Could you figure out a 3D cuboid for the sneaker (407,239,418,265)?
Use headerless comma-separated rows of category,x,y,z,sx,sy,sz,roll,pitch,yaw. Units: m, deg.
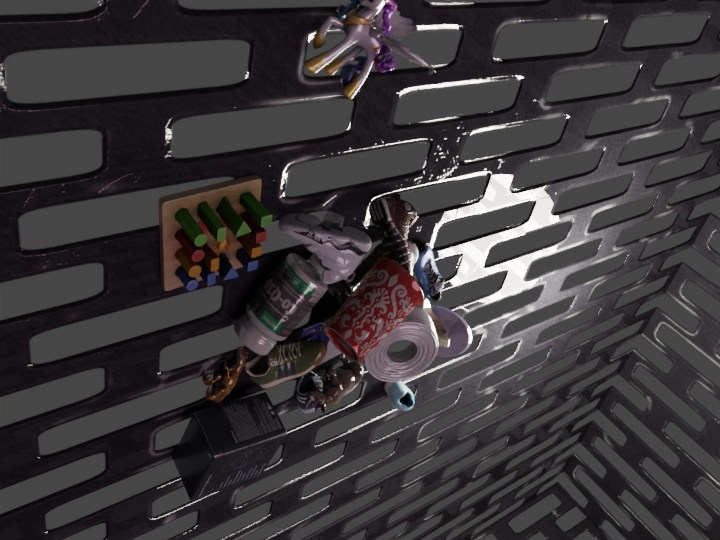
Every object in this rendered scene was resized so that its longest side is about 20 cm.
sneaker,0.079,0.033,1.757,0.115,0.074,0.204,-42,144,-53

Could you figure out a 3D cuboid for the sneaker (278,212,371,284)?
sneaker,-0.083,-0.041,1.491,0.196,0.076,0.117,13,118,-17

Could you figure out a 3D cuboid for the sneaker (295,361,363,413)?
sneaker,-0.081,0.282,1.869,0.198,0.070,0.109,-32,145,-14

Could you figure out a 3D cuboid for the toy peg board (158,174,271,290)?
toy peg board,-0.258,-0.047,1.337,0.197,0.098,0.202,-19,137,-32

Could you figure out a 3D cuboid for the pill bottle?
pill bottle,-0.169,0.073,1.528,0.201,0.113,0.113,-49,145,10

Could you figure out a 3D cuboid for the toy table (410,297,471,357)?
toy table,0.177,0.160,1.899,0.116,0.197,0.189,-2,92,-53

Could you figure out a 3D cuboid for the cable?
cable,0.093,0.180,1.770,0.195,0.070,0.203,-8,129,-8

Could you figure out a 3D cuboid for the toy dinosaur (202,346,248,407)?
toy dinosaur,-0.308,0.265,1.626,0.105,0.060,0.202,8,119,-51

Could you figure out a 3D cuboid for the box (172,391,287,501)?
box,-0.304,0.406,1.686,0.194,0.125,0.201,-11,144,-41

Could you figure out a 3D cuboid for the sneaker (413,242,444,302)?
sneaker,0.176,0.008,1.846,0.078,0.089,0.201,-38,144,-12

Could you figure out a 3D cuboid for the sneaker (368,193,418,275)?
sneaker,0.100,-0.080,1.630,0.114,0.075,0.204,-26,101,-40

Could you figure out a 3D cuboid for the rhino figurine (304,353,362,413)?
rhino figurine,-0.067,0.284,1.797,0.199,0.059,0.089,-38,114,-35

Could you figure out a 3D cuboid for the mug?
mug,0.030,0.102,1.580,0.200,0.132,0.179,-46,145,-20

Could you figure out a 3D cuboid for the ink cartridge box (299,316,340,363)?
ink cartridge box,-0.058,0.157,1.745,0.197,0.041,0.201,-26,159,-25

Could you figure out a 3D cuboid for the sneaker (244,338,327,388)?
sneaker,-0.177,0.203,1.655,0.198,0.068,0.090,-28,138,19

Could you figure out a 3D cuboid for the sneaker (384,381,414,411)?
sneaker,0.129,0.392,2.183,0.074,0.082,0.200,-42,145,-3

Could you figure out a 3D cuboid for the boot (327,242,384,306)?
boot,0.000,0.000,1.651,0.174,0.069,0.200,-45,174,0

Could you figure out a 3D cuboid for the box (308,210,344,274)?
box,-0.084,-0.032,1.570,0.039,0.041,0.203,-58,169,-60

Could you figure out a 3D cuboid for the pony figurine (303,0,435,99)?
pony figurine,0.020,-0.398,1.255,0.200,0.168,0.191,-42,140,23
